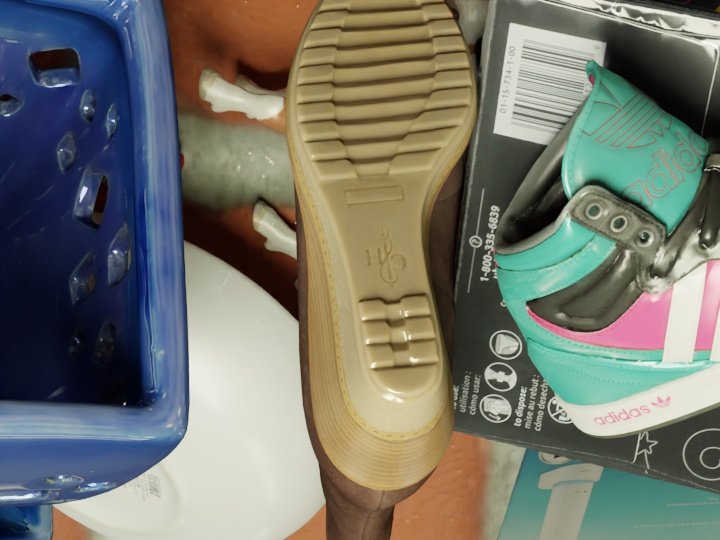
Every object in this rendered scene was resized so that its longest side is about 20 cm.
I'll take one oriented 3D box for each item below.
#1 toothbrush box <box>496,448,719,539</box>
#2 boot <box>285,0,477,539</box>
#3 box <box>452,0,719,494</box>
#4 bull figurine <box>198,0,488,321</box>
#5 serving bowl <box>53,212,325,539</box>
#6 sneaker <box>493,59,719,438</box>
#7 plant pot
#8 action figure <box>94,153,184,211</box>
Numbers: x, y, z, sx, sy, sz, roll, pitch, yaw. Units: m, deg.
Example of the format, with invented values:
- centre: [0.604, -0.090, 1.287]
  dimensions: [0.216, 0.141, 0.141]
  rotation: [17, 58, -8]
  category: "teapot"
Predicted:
- centre: [0.131, 0.149, 0.884]
  dimensions: [0.145, 0.200, 0.086]
  rotation: [-6, 117, 19]
  category: "toothbrush box"
- centre: [0.000, 0.000, 0.821]
  dimensions: [0.072, 0.201, 0.167]
  rotation: [2, 154, -6]
  category: "boot"
- centre: [0.111, -0.034, 0.836]
  dimensions: [0.131, 0.115, 0.201]
  rotation: [13, 121, 11]
  category: "box"
- centre: [0.000, -0.045, 0.893]
  dimensions: [0.120, 0.065, 0.201]
  rotation: [6, 119, 18]
  category: "bull figurine"
- centre: [-0.105, 0.068, 0.953]
  dimensions: [0.199, 0.066, 0.201]
  rotation: [17, 141, 14]
  category: "serving bowl"
- centre: [0.125, -0.027, 0.722]
  dimensions: [0.199, 0.084, 0.121]
  rotation: [-27, 117, 29]
  category: "sneaker"
- centre: [-0.186, 0.004, 0.794]
  dimensions: [0.198, 0.201, 0.180]
  rotation: [5, 151, -23]
  category: "plant pot"
- centre: [-0.181, -0.052, 0.949]
  dimensions: [0.199, 0.052, 0.066]
  rotation: [18, 147, 9]
  category: "action figure"
